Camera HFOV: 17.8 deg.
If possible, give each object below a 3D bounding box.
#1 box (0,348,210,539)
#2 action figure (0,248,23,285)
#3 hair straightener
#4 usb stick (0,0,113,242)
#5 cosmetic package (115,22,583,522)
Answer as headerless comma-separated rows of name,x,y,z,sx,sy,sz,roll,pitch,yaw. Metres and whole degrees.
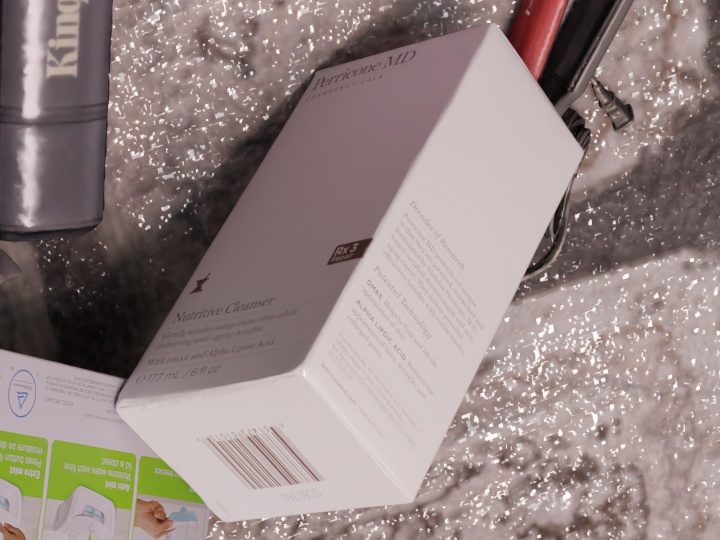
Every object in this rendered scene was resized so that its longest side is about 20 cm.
box,-0.148,0.124,0.910,0.200,0.096,0.178,18,77,-62
action figure,-0.256,0.002,0.909,0.193,0.104,0.201,-43,121,-12
hair straightener,0.094,-0.065,1.047,0.076,0.041,0.202,13,104,-24
usb stick,-0.128,-0.109,0.952,0.055,0.033,0.202,-2,109,-19
cosmetic package,0.000,0.000,0.944,0.081,0.112,0.201,49,48,-28
